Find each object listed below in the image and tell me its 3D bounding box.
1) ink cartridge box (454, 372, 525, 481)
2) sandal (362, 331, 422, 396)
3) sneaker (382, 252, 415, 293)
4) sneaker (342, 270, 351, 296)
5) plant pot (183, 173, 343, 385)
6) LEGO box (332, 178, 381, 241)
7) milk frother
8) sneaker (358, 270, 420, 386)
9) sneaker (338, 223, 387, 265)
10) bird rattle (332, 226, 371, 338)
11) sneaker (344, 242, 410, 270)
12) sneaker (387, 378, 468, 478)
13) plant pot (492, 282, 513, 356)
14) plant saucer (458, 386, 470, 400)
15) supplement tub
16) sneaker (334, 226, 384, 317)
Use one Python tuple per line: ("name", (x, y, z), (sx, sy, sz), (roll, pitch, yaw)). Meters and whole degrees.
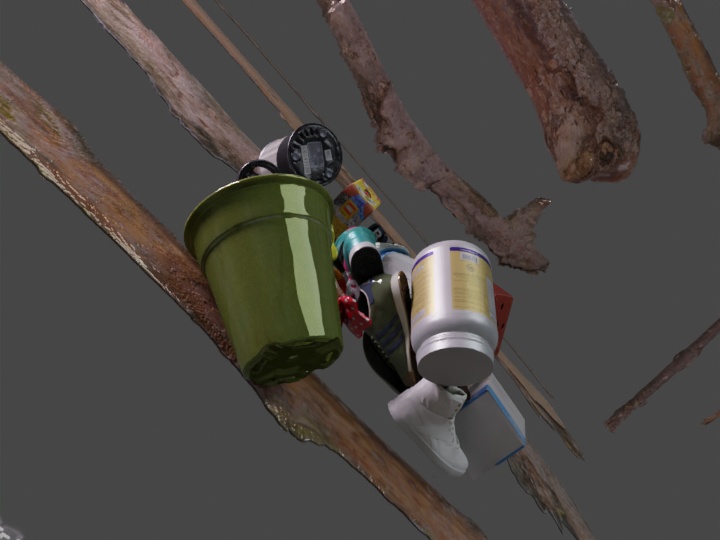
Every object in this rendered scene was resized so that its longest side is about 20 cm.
("ink cartridge box", (0.249, 0.305, 1.188), (0.127, 0.128, 0.199), (54, 14, 9))
("sandal", (0.070, 0.183, 1.077), (0.203, 0.079, 0.057), (53, -12, -5))
("sneaker", (0.103, 0.046, 1.173), (0.202, 0.075, 0.086), (54, 28, 18))
("sneaker", (0.032, 0.048, 1.188), (0.114, 0.077, 0.200), (34, 9, 22))
("plant pot", (-0.100, 0.024, 0.708), (0.199, 0.197, 0.194), (30, 35, -55))
("LEGO box", (-0.036, -0.126, 1.339), (0.077, 0.148, 0.200), (47, 14, -4))
("milk frother", (-0.164, -0.192, 1.158), (0.195, 0.186, 0.187), (8, -4, -28))
("sneaker", (0.048, 0.103, 1.020), (0.067, 0.087, 0.206), (-44, 127, -66))
("sneaker", (0.008, -0.065, 1.404), (0.073, 0.112, 0.200), (48, 13, 1))
("bird rattle", (-0.047, 0.027, 1.025), (0.202, 0.111, 0.163), (55, -3, 6))
("sneaker", (0.032, -0.018, 1.331), (0.196, 0.093, 0.077), (-1, 3, -40))
("sneaker", (0.150, 0.264, 1.007), (0.200, 0.115, 0.074), (47, 11, -22))
("plant pot", (0.220, 0.096, 1.283), (0.173, 0.206, 0.198), (18, 5, 32))
("plant saucer", (0.130, 0.174, 1.113), (0.201, 0.036, 0.201), (51, -11, 14))
("supplement tub", (0.153, 0.070, 0.975), (0.145, 0.143, 0.204), (39, 41, -37))
("sneaker", (0.000, 0.000, 1.082), (0.122, 0.081, 0.204), (-110, -169, -47))
